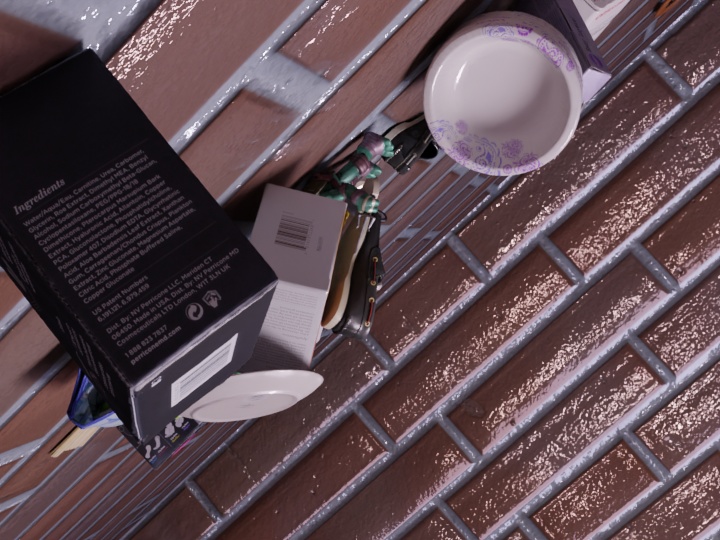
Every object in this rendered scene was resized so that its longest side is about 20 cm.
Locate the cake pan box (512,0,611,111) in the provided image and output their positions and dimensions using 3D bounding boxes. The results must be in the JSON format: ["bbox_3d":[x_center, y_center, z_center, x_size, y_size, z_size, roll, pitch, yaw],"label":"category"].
[{"bbox_3d":[0.246,-0.279,1.313,0.052,0.201,0.184,8,139,-32],"label":"cake pan box"}]

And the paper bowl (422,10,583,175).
[{"bbox_3d":[0.185,-0.233,1.203,0.201,0.200,0.105,-46,-170,34],"label":"paper bowl"}]

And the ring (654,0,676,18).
[{"bbox_3d":[0.831,-0.731,2.408,0.200,0.019,0.200,-41,172,-7],"label":"ring"}]

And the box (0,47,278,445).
[{"bbox_3d":[-0.169,-0.006,0.646,0.117,0.200,0.197,-38,172,-21],"label":"box"}]

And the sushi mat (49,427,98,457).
[{"bbox_3d":[-0.409,0.226,1.495,0.200,0.012,0.096,-44,173,13],"label":"sushi mat"}]

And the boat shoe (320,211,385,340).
[{"bbox_3d":[-0.001,0.001,1.282,0.074,0.063,0.202,-37,-146,52],"label":"boat shoe"}]

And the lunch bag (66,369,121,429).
[{"bbox_3d":[-0.262,0.110,1.137,0.200,0.127,0.170,-50,174,-8],"label":"lunch bag"}]

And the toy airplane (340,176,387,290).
[{"bbox_3d":[-0.033,-0.036,1.433,0.199,0.140,0.201,156,-48,-72],"label":"toy airplane"}]

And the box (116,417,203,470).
[{"bbox_3d":[-0.298,0.215,1.565,0.132,0.115,0.200,-45,178,22],"label":"box"}]

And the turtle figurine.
[{"bbox_3d":[-0.031,-0.094,1.268,0.149,0.101,0.200,-19,-148,56],"label":"turtle figurine"}]

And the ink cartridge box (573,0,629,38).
[{"bbox_3d":[0.329,-0.394,1.464,0.145,0.084,0.200,-37,172,-33],"label":"ink cartridge box"}]

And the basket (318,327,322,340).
[{"bbox_3d":[-0.144,0.070,1.464,0.123,0.136,0.200,-28,170,-12],"label":"basket"}]

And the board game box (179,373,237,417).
[{"bbox_3d":[-0.235,0.148,1.306,0.199,0.045,0.135,-18,147,7],"label":"board game box"}]

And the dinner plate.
[{"bbox_3d":[-0.142,0.159,1.150,0.199,0.024,0.200,-11,160,-4],"label":"dinner plate"}]

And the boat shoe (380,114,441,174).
[{"bbox_3d":[0.097,-0.201,1.454,0.200,0.068,0.072,-36,169,-50],"label":"boat shoe"}]

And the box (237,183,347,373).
[{"bbox_3d":[-0.094,0.021,1.169,0.201,0.106,0.153,106,-5,-49],"label":"box"}]
